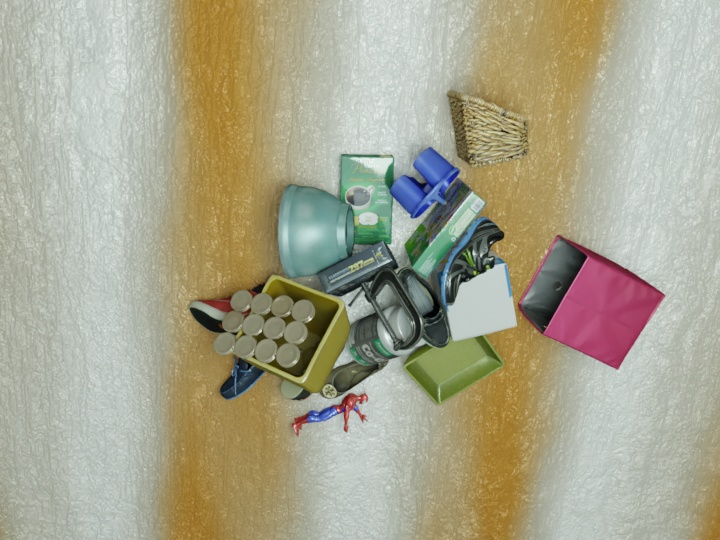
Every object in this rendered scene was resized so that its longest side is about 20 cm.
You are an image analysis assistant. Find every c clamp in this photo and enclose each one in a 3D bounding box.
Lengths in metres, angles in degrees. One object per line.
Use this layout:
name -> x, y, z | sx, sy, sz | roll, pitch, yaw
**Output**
c clamp -> 0.059, 0.087, 1.312 | 0.027, 0.201, 0.172 | -8, 141, -37

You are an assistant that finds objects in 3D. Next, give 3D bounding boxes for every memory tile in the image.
memory tile -> -0.202, 0.119, 1.323 | 0.198, 0.017, 0.155 | 7, 64, 19

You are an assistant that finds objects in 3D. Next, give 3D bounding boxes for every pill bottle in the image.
pill bottle -> 0.062, 0.143, 1.421 | 0.113, 0.113, 0.200 | 44, 144, -12

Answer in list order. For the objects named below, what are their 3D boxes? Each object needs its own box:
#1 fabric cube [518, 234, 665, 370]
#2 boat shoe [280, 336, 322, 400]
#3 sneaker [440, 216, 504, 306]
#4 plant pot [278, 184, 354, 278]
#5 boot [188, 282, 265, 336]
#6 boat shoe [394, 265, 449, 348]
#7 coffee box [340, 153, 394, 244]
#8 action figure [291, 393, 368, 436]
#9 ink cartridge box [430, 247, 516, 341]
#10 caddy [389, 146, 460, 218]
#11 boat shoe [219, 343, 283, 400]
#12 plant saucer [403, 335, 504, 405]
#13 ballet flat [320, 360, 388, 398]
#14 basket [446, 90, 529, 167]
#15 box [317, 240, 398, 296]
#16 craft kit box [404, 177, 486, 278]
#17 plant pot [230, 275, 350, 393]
fabric cube -> 0.508, 0.067, 1.416 | 0.198, 0.196, 0.201 | 25, 104, -10
boat shoe -> -0.107, 0.231, 1.524 | 0.202, 0.063, 0.074 | -49, 59, 0
sneaker -> 0.221, -0.015, 1.253 | 0.082, 0.071, 0.200 | 30, 76, 17
plant pot -> -0.085, -0.083, 1.345 | 0.133, 0.200, 0.203 | 1, 107, 10
boot -> -0.294, 0.077, 1.472 | 0.198, 0.145, 0.073 | 10, 135, 32
boat shoe -> 0.137, 0.081, 1.303 | 0.074, 0.066, 0.201 | -29, 104, -15
coffee box -> 0.014, -0.160, 1.417 | 0.122, 0.044, 0.202 | 0, 107, 1
action figure -> -0.059, 0.373, 1.562 | 0.199, 0.065, 0.100 | -28, 97, 8
ink cartridge box -> 0.242, 0.040, 1.400 | 0.143, 0.200, 0.149 | -14, 106, 1
caddy -> 0.146, -0.178, 1.342 | 0.105, 0.200, 0.141 | 45, 104, 4
boat shoe -> -0.268, 0.222, 1.511 | 0.200, 0.084, 0.069 | -44, 122, -3
plant saucer -> 0.219, 0.211, 1.498 | 0.199, 0.048, 0.200 | -33, 131, 9
ballet flat -> -0.016, 0.256, 1.537 | 0.199, 0.046, 0.068 | -30, 106, 7
basket -> 0.269, -0.308, 1.297 | 0.141, 0.200, 0.151 | -11, 106, 3
box -> 0.000, 0.000, 1.381 | 0.157, 0.200, 0.051 | -26, 83, 5
craft kit box -> 0.178, -0.097, 1.360 | 0.048, 0.198, 0.201 | 36, 102, -8
plant pot -> -0.134, 0.164, 1.406 | 0.193, 0.200, 0.197 | 19, 68, 23
